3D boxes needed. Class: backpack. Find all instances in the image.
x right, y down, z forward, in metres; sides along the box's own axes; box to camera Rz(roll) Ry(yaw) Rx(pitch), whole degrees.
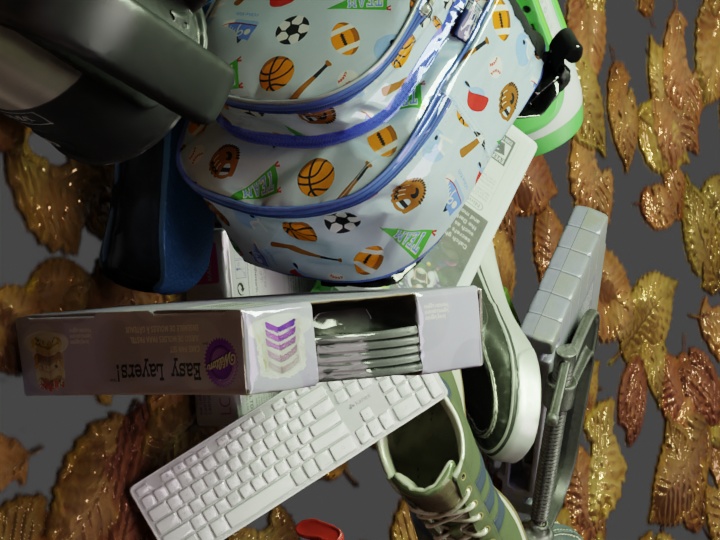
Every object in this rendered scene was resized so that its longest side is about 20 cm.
[{"bbox_3d":[-0.008,-0.091,1.573,0.154,0.200,0.191,45,58,-44],"label":"backpack"}]

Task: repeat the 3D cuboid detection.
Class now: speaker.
[{"bbox_3d":[0.089,-0.178,1.936,0.088,0.088,0.200,-54,132,-44],"label":"speaker"}]

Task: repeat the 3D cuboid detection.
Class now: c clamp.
[{"bbox_3d":[0.131,0.116,1.918,0.171,0.027,0.200,-66,165,-48],"label":"c clamp"}]

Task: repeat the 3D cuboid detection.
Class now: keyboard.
[{"bbox_3d":[-0.041,0.101,1.678,0.200,0.011,0.056,-32,93,-17],"label":"keyboard"}]

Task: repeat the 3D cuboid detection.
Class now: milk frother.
[{"bbox_3d":[-0.146,-0.179,1.479,0.188,0.180,0.200,29,67,-54],"label":"milk frother"}]

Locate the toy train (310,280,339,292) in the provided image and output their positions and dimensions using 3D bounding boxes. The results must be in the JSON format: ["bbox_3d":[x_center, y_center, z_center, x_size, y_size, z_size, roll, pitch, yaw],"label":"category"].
[{"bbox_3d":[0.000,0.000,1.762,0.056,0.042,0.200,48,49,-30],"label":"toy train"}]

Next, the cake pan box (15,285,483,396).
[{"bbox_3d":[-0.058,0.038,1.561,0.184,0.200,0.052,-7,93,-46],"label":"cake pan box"}]

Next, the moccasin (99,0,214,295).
[{"bbox_3d":[-0.121,-0.088,1.623,0.080,0.068,0.200,24,71,-54],"label":"moccasin"}]

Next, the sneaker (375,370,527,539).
[{"bbox_3d":[0.049,0.138,1.752,0.090,0.067,0.201,-31,104,-73],"label":"sneaker"}]

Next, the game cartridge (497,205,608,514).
[{"bbox_3d":[0.133,0.063,1.973,0.200,0.038,0.130,92,15,-50],"label":"game cartridge"}]

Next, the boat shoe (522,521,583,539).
[{"bbox_3d":[0.116,0.224,1.978,0.200,0.062,0.073,-17,103,-56],"label":"boat shoe"}]

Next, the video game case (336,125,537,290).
[{"bbox_3d":[-0.001,-0.072,1.755,0.200,0.023,0.182,37,51,-11],"label":"video game case"}]

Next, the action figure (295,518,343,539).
[{"bbox_3d":[-0.001,0.230,1.809,0.200,0.052,0.066,56,50,-47],"label":"action figure"}]

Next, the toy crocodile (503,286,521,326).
[{"bbox_3d":[0.065,0.081,1.907,0.200,0.062,0.068,-50,129,-47],"label":"toy crocodile"}]

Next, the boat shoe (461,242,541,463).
[{"bbox_3d":[0.062,0.040,1.852,0.064,0.071,0.200,9,46,-30],"label":"boat shoe"}]

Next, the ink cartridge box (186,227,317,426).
[{"bbox_3d":[-0.036,0.028,1.772,0.200,0.042,0.120,-8,94,-55],"label":"ink cartridge box"}]
